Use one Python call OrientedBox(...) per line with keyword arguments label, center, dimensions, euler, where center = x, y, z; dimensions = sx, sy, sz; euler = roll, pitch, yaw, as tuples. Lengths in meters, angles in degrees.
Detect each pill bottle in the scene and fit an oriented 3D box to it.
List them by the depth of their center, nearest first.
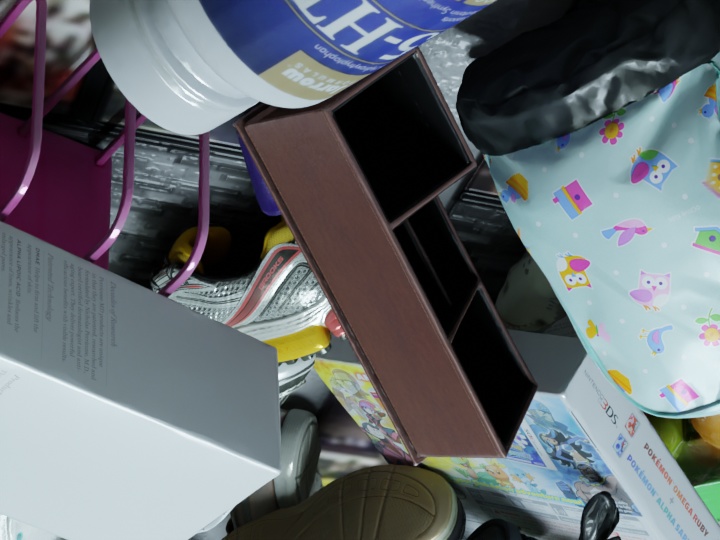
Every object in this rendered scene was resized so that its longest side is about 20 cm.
OrientedBox(label="pill bottle", center=(-0.020, -0.141, 1.087), dimensions=(0.200, 0.120, 0.120), euler=(-28, 138, 34))

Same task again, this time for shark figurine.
OrientedBox(label="shark figurine", center=(0.171, 0.000, 1.324), dimensions=(0.214, 0.089, 0.129), euler=(17, 117, 37))

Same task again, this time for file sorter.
OrientedBox(label="file sorter", center=(-0.182, -0.059, 1.185), dimensions=(0.199, 0.139, 0.125), euler=(21, 139, -29))

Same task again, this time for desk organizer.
OrientedBox(label="desk organizer", center=(0.027, -0.007, 1.216), dimensions=(0.077, 0.072, 0.201), euler=(-5, 117, 56))

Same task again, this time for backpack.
OrientedBox(label="backpack", center=(0.148, -0.031, 1.194), dimensions=(0.166, 0.127, 0.200), euler=(-21, 107, 33))

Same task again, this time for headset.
OrientedBox(label="headset", center=(0.113, 0.176, 1.397), dimensions=(0.123, 0.094, 0.200), euler=(23, 170, 5))

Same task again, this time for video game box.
OrientedBox(label="video game box", center=(0.089, 0.102, 1.404), dimensions=(0.199, 0.047, 0.182), euler=(7, 145, 45))

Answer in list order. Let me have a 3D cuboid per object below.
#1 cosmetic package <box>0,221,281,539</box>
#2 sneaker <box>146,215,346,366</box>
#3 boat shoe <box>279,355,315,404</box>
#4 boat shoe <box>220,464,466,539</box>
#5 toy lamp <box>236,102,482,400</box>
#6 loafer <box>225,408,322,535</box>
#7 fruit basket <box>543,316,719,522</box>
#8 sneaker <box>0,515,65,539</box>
OrientedBox(label="cosmetic package", center=(-0.145, 0.058, 1.165), dimensions=(0.200, 0.081, 0.113), euler=(26, 133, -35))
OrientedBox(label="sneaker", center=(-0.090, 0.012, 1.367), dimensions=(0.199, 0.078, 0.082), euler=(-18, 116, 30))
OrientedBox(label="boat shoe", center=(-0.078, 0.091, 1.444), dimensions=(0.071, 0.064, 0.200), euler=(-27, 177, -37))
OrientedBox(label="boat shoe", center=(-0.009, 0.172, 1.484), dimensions=(0.200, 0.072, 0.065), euler=(-24, 133, 35))
OrientedBox(label="toy lamp", center=(0.000, 0.000, 1.280), dimensions=(0.058, 0.058, 0.200), euler=(-21, 108, 27))
OrientedBox(label="loafer", center=(-0.059, 0.151, 1.573), dimensions=(0.063, 0.072, 0.200), euler=(12, 141, 10))
OrientedBox(label="fruit basket", center=(0.183, 0.065, 1.448), dimensions=(0.185, 0.094, 0.200), euler=(-15, 128, 19))
OrientedBox(label="sneaker", center=(-0.203, 0.121, 1.477), dimensions=(0.075, 0.089, 0.200), euler=(25, 151, 20))
